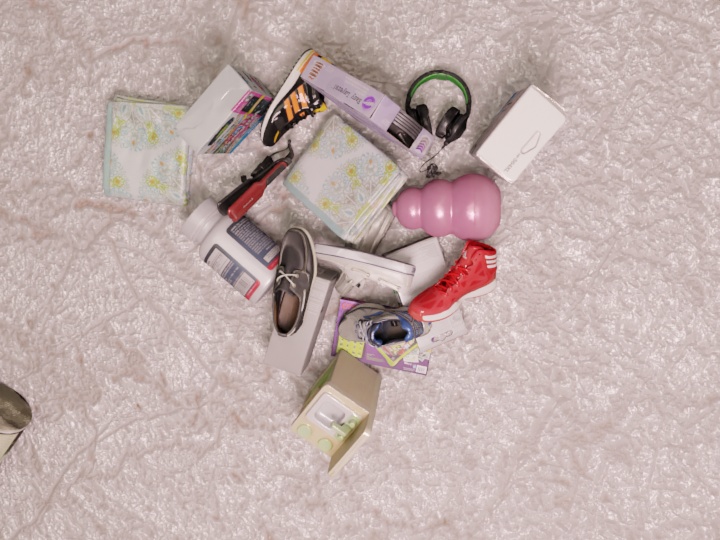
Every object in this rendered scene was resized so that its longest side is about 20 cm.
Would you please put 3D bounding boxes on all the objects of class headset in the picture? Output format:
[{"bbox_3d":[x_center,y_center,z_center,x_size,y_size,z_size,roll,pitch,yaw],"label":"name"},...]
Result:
[{"bbox_3d":[0.139,-0.271,1.258,0.122,0.094,0.202,7,89,5],"label":"headset"}]

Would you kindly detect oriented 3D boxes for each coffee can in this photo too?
[{"bbox_3d":[-0.808,0.356,1.432,0.146,0.146,0.200,38,101,-1],"label":"coffee can"}]

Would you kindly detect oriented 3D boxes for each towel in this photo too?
[{"bbox_3d":[-0.416,-0.235,1.344,0.169,0.048,0.202,8,100,5],"label":"towel"},{"bbox_3d":[-0.032,-0.170,1.285,0.200,0.048,0.172,42,98,20],"label":"towel"}]

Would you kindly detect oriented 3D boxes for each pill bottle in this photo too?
[{"bbox_3d":[-0.241,-0.043,1.322,0.200,0.120,0.120,41,101,-2],"label":"pill bottle"}]

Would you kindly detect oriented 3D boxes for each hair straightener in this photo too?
[{"bbox_3d":[-0.201,-0.179,1.295,0.077,0.041,0.200,25,69,37],"label":"hair straightener"}]

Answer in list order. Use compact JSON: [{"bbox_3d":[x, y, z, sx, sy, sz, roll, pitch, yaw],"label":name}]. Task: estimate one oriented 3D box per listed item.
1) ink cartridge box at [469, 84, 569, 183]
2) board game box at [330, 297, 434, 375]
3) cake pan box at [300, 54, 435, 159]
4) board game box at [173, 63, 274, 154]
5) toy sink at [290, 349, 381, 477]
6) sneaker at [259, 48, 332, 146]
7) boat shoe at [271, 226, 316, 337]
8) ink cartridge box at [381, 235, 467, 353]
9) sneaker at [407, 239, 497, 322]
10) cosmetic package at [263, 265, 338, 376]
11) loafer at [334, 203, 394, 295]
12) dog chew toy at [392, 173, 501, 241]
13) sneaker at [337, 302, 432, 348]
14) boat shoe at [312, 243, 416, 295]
[{"bbox_3d":[0.270,-0.237,1.197,0.084,0.200,0.146,38,101,-2],"label":"ink cartridge box"},{"bbox_3d":[0.047,0.131,1.369,0.198,0.032,0.121,12,103,4],"label":"board game box"},{"bbox_3d":[0.016,-0.280,1.185,0.200,0.184,0.053,39,101,36],"label":"cake pan box"},{"bbox_3d":[-0.238,-0.285,1.239,0.064,0.200,0.148,45,101,-3],"label":"board game box"},{"bbox_3d":[-0.048,0.265,1.300,0.112,0.200,0.131,35,113,-7],"label":"toy sink"},{"bbox_3d":[-0.112,-0.310,1.289,0.090,0.070,0.201,32,99,3],"label":"sneaker"},{"bbox_3d":[-0.124,0.021,1.244,0.071,0.068,0.202,9,97,13],"label":"boat shoe"},{"bbox_3d":[0.124,0.045,1.322,0.108,0.050,0.202,-21,98,-9],"label":"ink cartridge box"},{"bbox_3d":[0.167,0.007,1.240,0.199,0.078,0.116,-27,133,-28],"label":"sneaker"},{"bbox_3d":[-0.116,0.093,1.340,0.089,0.107,0.202,17,102,4],"label":"cosmetic package"},{"bbox_3d":[-0.002,-0.048,1.327,0.069,0.070,0.201,29,94,6],"label":"loafer"},{"bbox_3d":[0.158,-0.116,1.269,0.198,0.125,0.126,0,100,8],"label":"dog chew toy"},{"bbox_3d":[0.030,0.106,1.285,0.199,0.085,0.078,-9,102,35],"label":"sneaker"},{"bbox_3d":[0.000,0.000,1.259,0.198,0.071,0.070,15,94,8],"label":"boat shoe"}]
